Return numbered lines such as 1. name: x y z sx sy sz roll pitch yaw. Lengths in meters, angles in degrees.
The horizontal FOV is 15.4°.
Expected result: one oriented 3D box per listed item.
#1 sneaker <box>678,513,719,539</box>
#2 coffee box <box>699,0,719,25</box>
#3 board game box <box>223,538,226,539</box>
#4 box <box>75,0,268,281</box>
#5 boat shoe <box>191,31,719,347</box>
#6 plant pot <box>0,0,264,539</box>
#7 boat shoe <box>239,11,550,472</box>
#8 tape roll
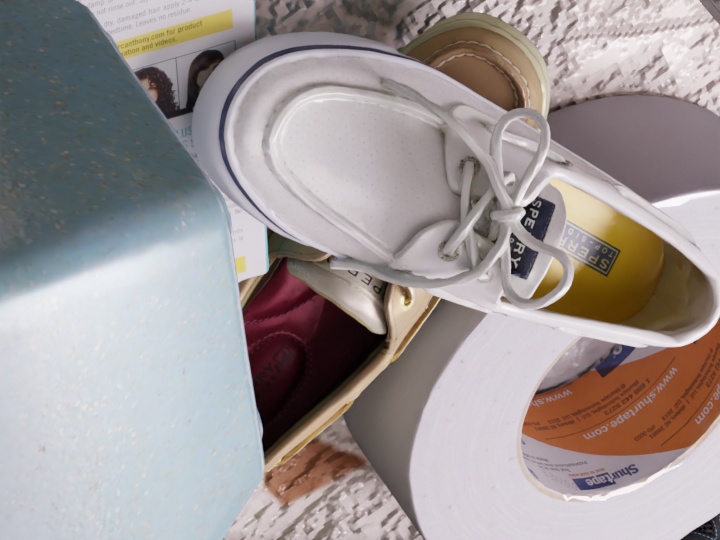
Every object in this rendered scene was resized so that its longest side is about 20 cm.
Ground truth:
1. sneaker: 0.147 0.125 1.165 0.199 0.082 0.073 -15 134 -22
2. coffee box: 0.149 -0.138 0.844 0.113 0.200 0.080 -15 138 -23
3. board game box: -0.124 0.163 1.010 0.200 0.096 0.030 -50 157 13
4. box: -0.079 -0.075 0.865 0.082 0.049 0.201 -18 135 -19
5. boat shoe: 0.042 -0.016 0.876 0.202 0.086 0.075 26 91 -33
6. plant pot: -0.141 0.024 0.774 0.199 0.196 0.197 -21 134 -15
7. boat shoe: 0.000 0.000 0.952 0.074 0.066 0.200 32 111 -4
8. tape roll: 0.093 0.031 1.059 0.200 0.066 0.201 -17 134 -19
